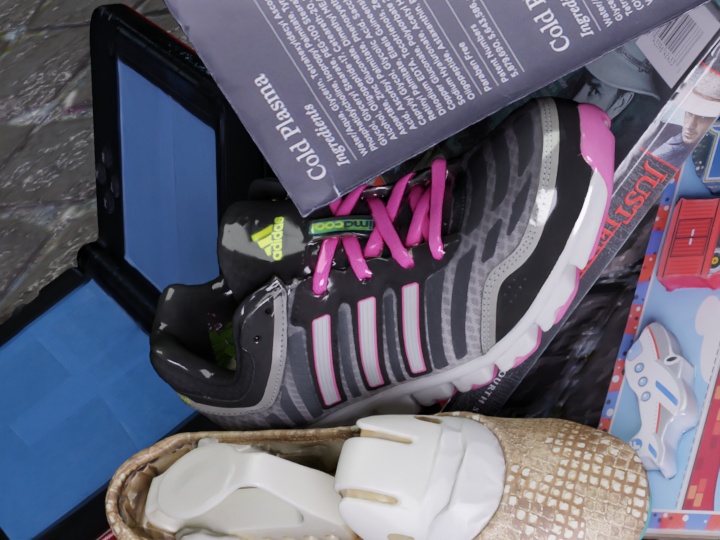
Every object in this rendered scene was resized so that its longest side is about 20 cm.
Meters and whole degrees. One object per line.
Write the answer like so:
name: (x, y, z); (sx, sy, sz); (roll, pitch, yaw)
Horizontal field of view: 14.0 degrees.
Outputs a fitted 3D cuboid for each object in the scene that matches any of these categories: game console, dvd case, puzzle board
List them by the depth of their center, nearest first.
puzzle board: (0.152, -0.009, 0.920); (0.150, 0.017, 0.201); (-3, 61, 41)
dvd case: (0.052, -0.030, 1.018); (0.200, 0.022, 0.146); (-56, 27, 15)
game console: (-0.110, 0.004, 1.122); (0.118, 0.173, 0.200); (-9, 21, -22)

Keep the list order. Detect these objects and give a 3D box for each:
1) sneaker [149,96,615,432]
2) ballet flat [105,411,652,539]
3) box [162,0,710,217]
sneaker: (0.000, 0.000, 0.961); (0.200, 0.087, 0.074); (-37, 35, 40)
ballet flat: (-0.003, 0.077, 0.940); (0.199, 0.065, 0.071); (-12, 59, 35)
box: (0.030, -0.141, 0.970); (0.181, 0.104, 0.200); (-29, 26, 12)
